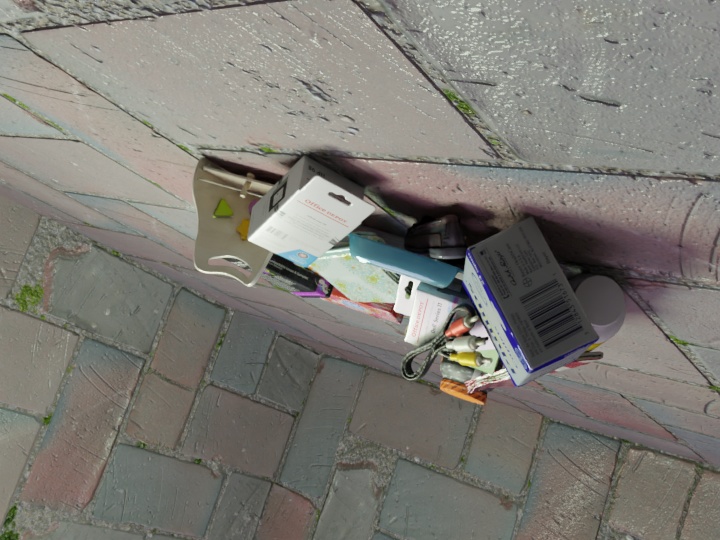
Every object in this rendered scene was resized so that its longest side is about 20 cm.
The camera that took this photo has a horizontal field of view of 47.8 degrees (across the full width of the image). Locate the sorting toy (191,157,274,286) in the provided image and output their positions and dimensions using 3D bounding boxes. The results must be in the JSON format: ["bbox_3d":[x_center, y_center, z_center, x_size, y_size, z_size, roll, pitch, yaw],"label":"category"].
[{"bbox_3d":[-0.201,-0.071,1.375,0.196,0.183,0.107,16,169,19],"label":"sorting toy"}]

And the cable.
[{"bbox_3d":[0.123,0.116,1.271,0.198,0.099,0.050,-23,171,42],"label":"cable"}]

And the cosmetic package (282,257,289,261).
[{"bbox_3d":[-0.176,-0.072,1.574,0.083,0.050,0.200,60,-179,19],"label":"cosmetic package"}]

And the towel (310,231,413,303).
[{"bbox_3d":[0.000,0.000,1.430,0.197,0.049,0.171,1,145,45],"label":"towel"}]

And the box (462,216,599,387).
[{"bbox_3d":[0.230,0.052,1.143,0.103,0.187,0.200,-25,164,-1],"label":"box"}]

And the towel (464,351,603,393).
[{"bbox_3d":[0.284,0.169,1.341,0.142,0.023,0.199,-2,163,-32],"label":"towel"}]

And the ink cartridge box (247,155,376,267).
[{"bbox_3d":[-0.072,-0.094,1.223,0.114,0.068,0.199,26,141,-27],"label":"ink cartridge box"}]

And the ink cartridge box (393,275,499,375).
[{"bbox_3d":[0.143,0.076,1.319,0.196,0.068,0.119,20,129,13],"label":"ink cartridge box"}]

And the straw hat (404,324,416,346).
[{"bbox_3d":[0.163,0.063,1.472,0.196,0.087,0.202,-9,153,-5],"label":"straw hat"}]

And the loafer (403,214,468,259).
[{"bbox_3d":[0.115,-0.057,1.230,0.070,0.065,0.200,-5,-172,-13],"label":"loafer"}]

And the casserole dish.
[{"bbox_3d":[0.063,-0.013,1.245,0.196,0.040,0.121,19,-179,5],"label":"casserole dish"}]

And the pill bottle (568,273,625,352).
[{"bbox_3d":[0.346,0.066,1.247,0.102,0.106,0.200,18,169,8],"label":"pill bottle"}]

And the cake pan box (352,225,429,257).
[{"bbox_3d":[0.055,-0.021,1.499,0.196,0.053,0.184,17,170,19],"label":"cake pan box"}]

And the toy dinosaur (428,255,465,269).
[{"bbox_3d":[0.174,-0.015,1.294,0.086,0.049,0.200,12,178,-17],"label":"toy dinosaur"}]

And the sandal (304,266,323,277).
[{"bbox_3d":[-0.098,-0.034,1.557,0.205,0.060,0.079,39,175,-2],"label":"sandal"}]

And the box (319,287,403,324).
[{"bbox_3d":[0.004,0.029,1.699,0.196,0.102,0.095,17,169,21],"label":"box"}]

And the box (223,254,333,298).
[{"bbox_3d":[-0.163,0.000,1.577,0.197,0.037,0.142,26,169,-23],"label":"box"}]

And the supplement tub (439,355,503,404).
[{"bbox_3d":[0.232,0.155,1.620,0.120,0.204,0.123,18,169,4],"label":"supplement tub"}]
